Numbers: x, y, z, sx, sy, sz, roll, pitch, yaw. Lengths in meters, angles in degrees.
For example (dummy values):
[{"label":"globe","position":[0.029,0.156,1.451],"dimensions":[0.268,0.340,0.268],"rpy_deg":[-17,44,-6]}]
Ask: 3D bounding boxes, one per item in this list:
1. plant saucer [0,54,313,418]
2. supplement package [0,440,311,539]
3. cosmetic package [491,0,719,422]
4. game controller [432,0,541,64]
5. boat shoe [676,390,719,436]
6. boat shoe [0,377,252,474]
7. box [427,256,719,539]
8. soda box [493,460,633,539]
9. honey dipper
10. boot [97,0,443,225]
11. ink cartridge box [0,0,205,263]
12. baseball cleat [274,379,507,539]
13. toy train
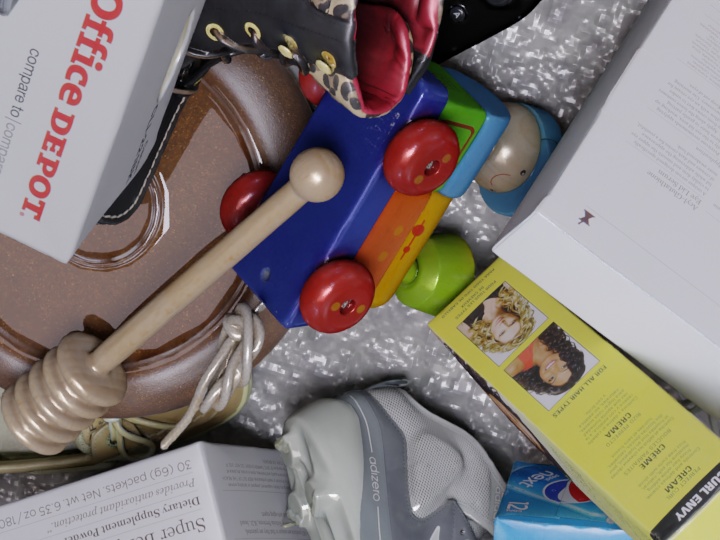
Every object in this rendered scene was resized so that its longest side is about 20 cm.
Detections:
[{"label":"plant saucer","position":[-0.114,-0.030,1.173],"dimensions":[0.200,0.032,0.201],"rpy_deg":[1,98,4]},{"label":"supplement package","position":[-0.077,0.190,1.194],"dimensions":[0.121,0.120,0.200],"rpy_deg":[-19,78,17]},{"label":"cosmetic package","position":[0.175,-0.011,1.093],"dimensions":[0.200,0.151,0.052],"rpy_deg":[37,149,-5]},{"label":"game controller","position":[-0.005,-0.179,1.114],"dimensions":[0.104,0.042,0.200],"rpy_deg":[-28,104,20]},{"label":"boat shoe","position":[0.155,0.027,1.144],"dimensions":[0.075,0.086,0.202],"rpy_deg":[-29,104,20]},{"label":"boat shoe","position":[-0.150,0.065,1.230],"dimensions":[0.200,0.063,0.073],"rpy_deg":[-4,111,12]},{"label":"box","position":[0.106,0.069,1.087],"dimensions":[0.050,0.200,0.075],"rpy_deg":[-44,125,-3]},{"label":"soda box","position":[0.090,0.190,1.169],"dimensions":[0.064,0.068,0.200],"rpy_deg":[4,109,10]},{"label":"honey dipper","position":[-0.079,0.010,1.112],"dimensions":[0.038,0.038,0.200],"rpy_deg":[44,120,-9]},{"label":"boot","position":[-0.050,-0.095,1.075],"dimensions":[0.150,0.073,0.200],"rpy_deg":[24,101,32]},{"label":"ink cartridge box","position":[-0.165,-0.114,1.004],"dimensions":[0.200,0.084,0.144],"rpy_deg":[25,127,1]},{"label":"baseball cleat","position":[0.033,0.147,1.191],"dimensions":[0.106,0.070,0.200],"rpy_deg":[-16,86,-23]},{"label":"toy train","position":[0.000,0.000,1.144],"dimensions":[0.116,0.085,0.200],"rpy_deg":[12,117,-44]}]
